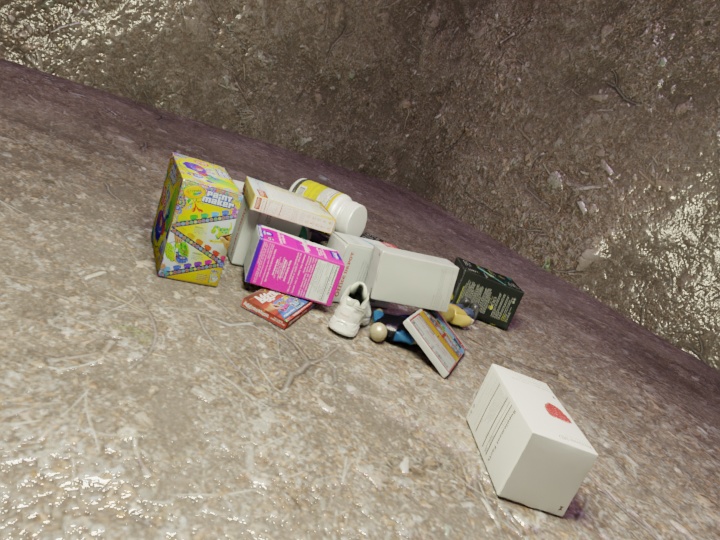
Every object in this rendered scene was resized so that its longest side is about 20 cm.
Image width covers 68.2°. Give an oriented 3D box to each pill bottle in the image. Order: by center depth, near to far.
[{"bbox_3d":[-0.087,-0.152,1.365,0.196,0.117,0.113,25,16,26],"label":"pill bottle"}]

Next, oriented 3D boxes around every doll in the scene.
[{"bbox_3d":[0.089,0.129,1.193,0.135,0.050,0.197,36,20,33],"label":"doll"}]

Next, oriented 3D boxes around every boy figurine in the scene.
[{"bbox_3d":[0.252,0.108,1.462,0.123,0.066,0.198,37,18,32],"label":"boy figurine"}]

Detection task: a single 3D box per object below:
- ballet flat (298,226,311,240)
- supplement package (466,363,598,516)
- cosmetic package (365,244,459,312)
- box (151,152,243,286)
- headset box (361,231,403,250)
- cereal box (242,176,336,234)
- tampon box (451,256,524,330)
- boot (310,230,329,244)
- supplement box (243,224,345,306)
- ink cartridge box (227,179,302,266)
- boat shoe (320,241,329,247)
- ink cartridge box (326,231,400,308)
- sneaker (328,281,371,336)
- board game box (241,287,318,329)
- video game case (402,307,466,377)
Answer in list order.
[{"bbox_3d":[-0.166,-0.098,1.364,0.069,0.070,0.199,-4,15,-28],"label":"ballet flat"},{"bbox_3d":[0.271,0.269,0.873,0.118,0.123,0.201,20,17,-10],"label":"supplement package"},{"bbox_3d":[0.116,0.018,1.227,0.194,0.116,0.081,13,12,-15],"label":"cosmetic package"},{"bbox_3d":[-0.339,-0.108,1.085,0.119,0.197,0.200,12,18,-30],"label":"box"},{"bbox_3d":[0.069,-0.038,1.644,0.196,0.077,0.149,26,17,9],"label":"headset box"},{"bbox_3d":[-0.164,-0.148,1.206,0.195,0.040,0.144,16,19,-26],"label":"cereal box"},{"bbox_3d":[0.371,0.068,1.633,0.195,0.129,0.150,20,15,-5],"label":"tampon box"},{"bbox_3d":[-0.147,-0.052,1.433,0.161,0.068,0.200,20,22,17],"label":"boot"},{"bbox_3d":[-0.144,-0.011,1.150,0.195,0.106,0.101,19,15,-21],"label":"supplement box"},{"bbox_3d":[-0.248,-0.107,1.294,0.141,0.149,0.200,13,19,-30],"label":"ink cartridge box"},{"bbox_3d":[-0.038,-0.044,1.364,0.071,0.062,0.199,32,22,33],"label":"boat shoe"},{"bbox_3d":[0.000,0.000,1.299,0.196,0.149,0.083,10,20,-39],"label":"ink cartridge box"},{"bbox_3d":[-0.005,0.069,1.158,0.076,0.102,0.200,23,16,3],"label":"sneaker"},{"bbox_3d":[-0.160,0.064,1.111,0.101,0.020,0.200,25,16,9],"label":"board game box"},{"bbox_3d":[0.172,0.150,1.200,0.144,0.017,0.199,53,22,8],"label":"video game case"}]
